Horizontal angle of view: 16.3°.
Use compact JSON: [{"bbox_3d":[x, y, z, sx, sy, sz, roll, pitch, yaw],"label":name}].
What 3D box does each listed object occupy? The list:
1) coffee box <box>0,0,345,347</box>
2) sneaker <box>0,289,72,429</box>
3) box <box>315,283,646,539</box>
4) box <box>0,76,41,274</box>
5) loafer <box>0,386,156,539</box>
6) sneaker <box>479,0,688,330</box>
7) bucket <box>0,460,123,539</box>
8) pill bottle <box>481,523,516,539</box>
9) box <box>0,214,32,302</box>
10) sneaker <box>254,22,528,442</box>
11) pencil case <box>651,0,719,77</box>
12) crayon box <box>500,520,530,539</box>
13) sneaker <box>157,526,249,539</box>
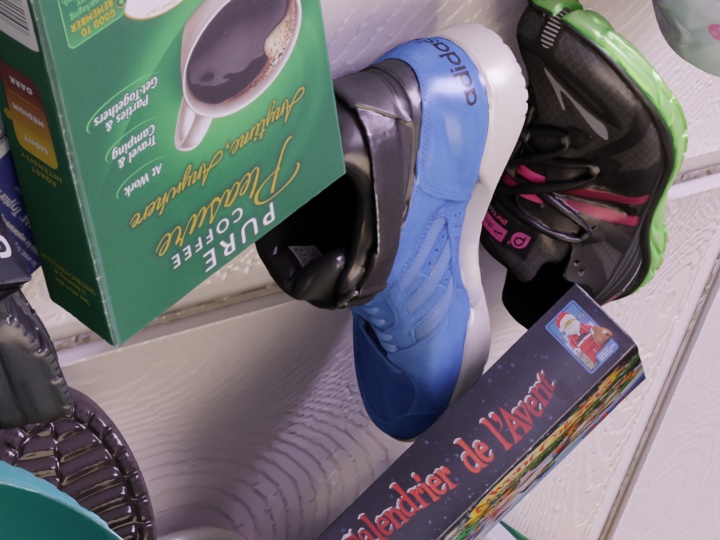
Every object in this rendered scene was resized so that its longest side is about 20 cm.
[{"bbox_3d":[-0.070,-0.082,0.861,0.123,0.044,0.200,-40,142,-27],"label":"coffee box"},{"bbox_3d":[-0.159,0.005,0.817,0.091,0.076,0.200,-29,141,-9],"label":"sneaker"},{"bbox_3d":[0.040,0.097,1.097,0.200,0.038,0.137,-45,169,0],"label":"box"},{"bbox_3d":[-0.189,0.008,0.876,0.200,0.032,0.121,-44,147,-3],"label":"box"},{"bbox_3d":[-0.123,0.143,1.023,0.073,0.071,0.201,-14,103,-28],"label":"loafer"},{"bbox_3d":[0.090,-0.039,1.089,0.084,0.077,0.200,-36,145,-20],"label":"sneaker"},{"bbox_3d":[-0.141,0.153,0.794,0.207,0.207,0.135,-41,-169,-6],"label":"bucket"},{"bbox_3d":[-0.001,0.199,1.216,0.200,0.111,0.111,-47,147,3],"label":"pill bottle"},{"bbox_3d":[-0.214,0.038,0.712,0.200,0.046,0.159,-32,170,27],"label":"box"},{"bbox_3d":[-0.001,-0.001,1.029,0.111,0.077,0.200,-22,139,-35],"label":"sneaker"},{"bbox_3d":[0.140,-0.155,1.004,0.083,0.091,0.200,-42,146,-4],"label":"pencil case"},{"bbox_3d":[0.071,0.210,1.361,0.127,0.051,0.200,-46,146,3],"label":"crayon box"},{"bbox_3d":[-0.116,0.186,1.108,0.200,0.075,0.105,-37,151,-25],"label":"sneaker"}]
